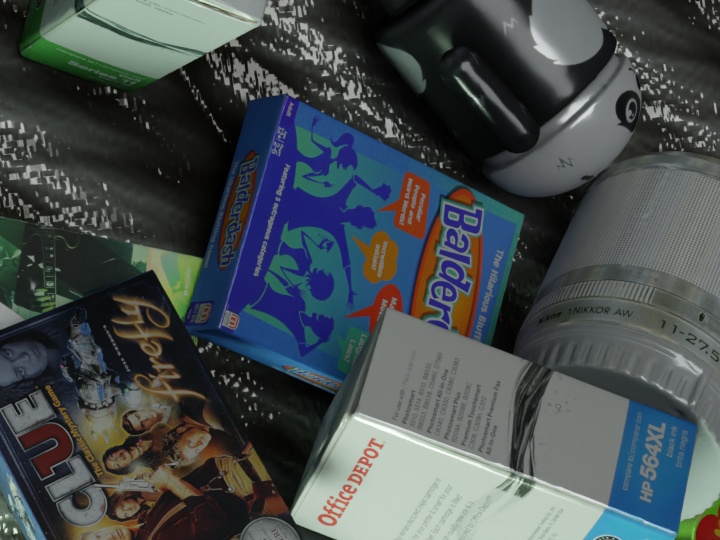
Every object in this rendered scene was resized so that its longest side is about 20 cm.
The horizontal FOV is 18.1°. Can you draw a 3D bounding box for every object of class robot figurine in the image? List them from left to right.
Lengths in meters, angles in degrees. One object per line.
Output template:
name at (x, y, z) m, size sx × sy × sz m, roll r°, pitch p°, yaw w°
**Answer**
robot figurine at (0.092, -0.141, 1.439) m, size 0.150 × 0.125 × 0.200 m, roll -45°, pitch 103°, yaw -24°

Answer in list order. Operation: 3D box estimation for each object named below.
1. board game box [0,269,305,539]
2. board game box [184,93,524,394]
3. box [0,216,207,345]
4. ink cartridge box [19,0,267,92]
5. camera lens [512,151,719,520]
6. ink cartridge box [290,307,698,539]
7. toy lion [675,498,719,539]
board game box at (-0.131, 0.111, 1.271) m, size 0.135 × 0.035 × 0.200 m, roll -23°, pitch 71°, yaw -27°
board game box at (0.000, 0.000, 1.404) m, size 0.200 × 0.045 × 0.153 m, roll 24°, pitch 73°, yaw -33°
box at (-0.193, 0.046, 1.326) m, size 0.199 × 0.036 × 0.145 m, roll 12°, pitch 79°, yaw -26°
ink cartridge box at (-0.114, -0.198, 1.303) m, size 0.083 × 0.200 × 0.147 m, roll 19°, pitch 76°, yaw -23°
camera lens at (0.188, 0.037, 1.423) m, size 0.160 × 0.160 × 0.200 m, roll 41°, pitch 50°, yaw -16°
ink cartridge box at (0.076, 0.120, 1.329) m, size 0.199 × 0.146 × 0.085 m, roll 22°, pitch 55°, yaw -5°
toy lion at (0.272, 0.218, 1.489) m, size 0.200 × 0.069 × 0.192 m, roll -31°, pitch 104°, yaw -37°
